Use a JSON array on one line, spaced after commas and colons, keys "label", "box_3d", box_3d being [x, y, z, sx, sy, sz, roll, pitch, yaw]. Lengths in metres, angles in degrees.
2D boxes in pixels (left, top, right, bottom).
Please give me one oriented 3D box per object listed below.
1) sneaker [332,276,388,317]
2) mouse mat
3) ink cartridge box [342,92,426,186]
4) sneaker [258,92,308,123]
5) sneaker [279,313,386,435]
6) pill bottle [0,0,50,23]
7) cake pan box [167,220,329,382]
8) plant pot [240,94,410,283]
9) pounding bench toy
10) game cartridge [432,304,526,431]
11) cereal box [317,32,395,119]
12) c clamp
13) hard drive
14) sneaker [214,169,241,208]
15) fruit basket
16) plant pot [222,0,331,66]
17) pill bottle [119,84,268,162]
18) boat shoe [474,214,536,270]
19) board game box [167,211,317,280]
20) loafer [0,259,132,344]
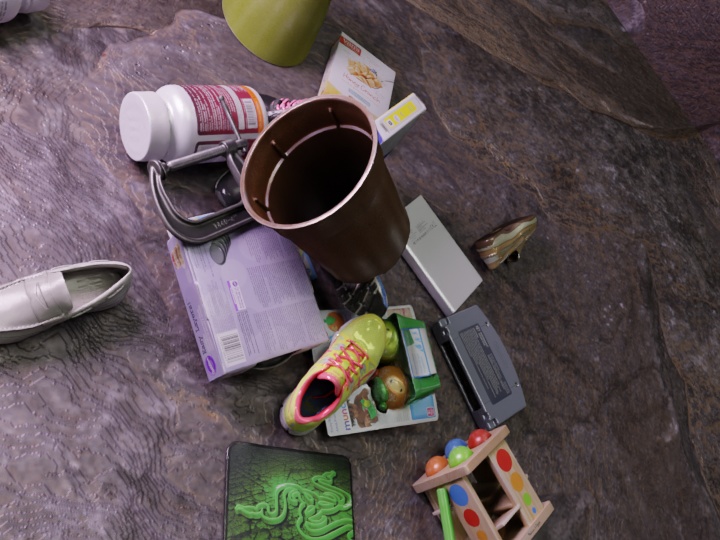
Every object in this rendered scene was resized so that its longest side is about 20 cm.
[{"label": "sneaker", "box_3d": [0.000, 0.000, 1.072, 0.088, 0.079, 0.202, 19, 27, -39]}, {"label": "mouse mat", "box_3d": [-0.087, 0.312, 0.892, 0.196, 0.007, 0.165, 18, 55, -34]}, {"label": "ink cartridge box", "box_3d": [0.000, -0.183, 1.129, 0.047, 0.197, 0.200, 48, 43, 0]}, {"label": "sneaker", "box_3d": [-0.099, -0.258, 1.145, 0.196, 0.096, 0.080, 23, 51, -4]}, {"label": "sneaker", "box_3d": [-0.028, 0.140, 0.930, 0.078, 0.090, 0.201, 38, 75, 1]}, {"label": "pill bottle", "box_3d": [-0.503, -0.368, 0.869, 0.199, 0.113, 0.115, -32, 86, -46]}, {"label": "cake pan box", "box_3d": [-0.146, 0.034, 0.929, 0.181, 0.052, 0.205, -15, 81, -43]}, {"label": "plant pot", "box_3d": [-0.029, -0.094, 0.943, 0.199, 0.195, 0.205, 48, 34, -52]}, {"label": "pounding bench toy", "box_3d": [0.154, 0.340, 0.997, 0.198, 0.124, 0.158, -26, 82, -46]}, {"label": "game cartridge", "box_3d": [0.214, 0.167, 1.220, 0.131, 0.041, 0.204, -12, 74, -48]}, {"label": "cereal box", "box_3d": [-0.006, -0.355, 1.341, 0.142, 0.039, 0.204, 30, 49, -24]}, {"label": "c clamp", "box_3d": [-0.207, -0.127, 0.913, 0.173, 0.027, 0.199, 58, 41, -7]}, {"label": "hard drive", "box_3d": [0.135, -0.030, 1.276, 0.202, 0.026, 0.131, 54, 44, -1]}, {"label": "sneaker", "box_3d": [-0.139, -0.156, 1.072, 0.199, 0.087, 0.077, -32, 87, -46]}, {"label": "fruit basket", "box_3d": [0.022, 0.140, 1.030, 0.196, 0.093, 0.190, 3, 64, -35]}, {"label": "plant pot", "box_3d": [-0.119, -0.504, 1.219, 0.184, 0.199, 0.192, 21, 52, -29]}, {"label": "pill bottle", "box_3d": [-0.239, -0.212, 1.004, 0.197, 0.109, 0.112, -13, 73, -44]}, {"label": "boat shoe", "box_3d": [0.306, -0.054, 1.419, 0.198, 0.071, 0.078, -27, 97, -39]}, {"label": "board game box", "box_3d": [-0.165, -0.022, 0.997, 0.198, 0.034, 0.137, -19, 85, -45]}, {"label": "loafer", "box_3d": [-0.355, 0.028, 0.787, 0.198, 0.069, 0.071, -24, 81, -46]}]
